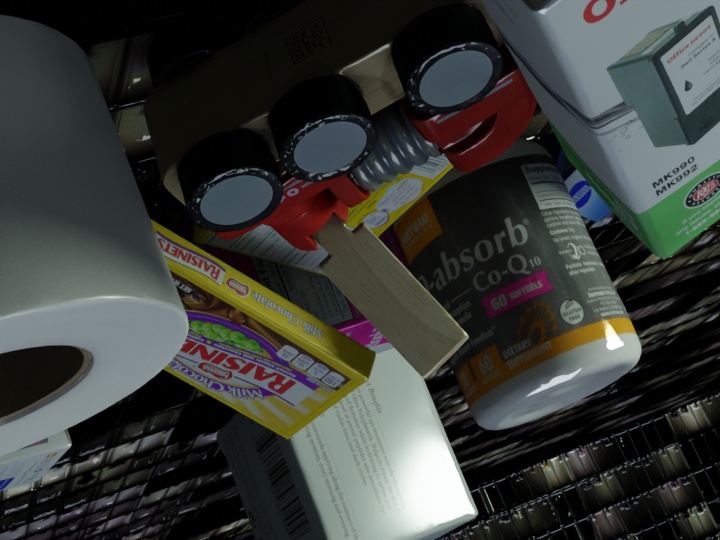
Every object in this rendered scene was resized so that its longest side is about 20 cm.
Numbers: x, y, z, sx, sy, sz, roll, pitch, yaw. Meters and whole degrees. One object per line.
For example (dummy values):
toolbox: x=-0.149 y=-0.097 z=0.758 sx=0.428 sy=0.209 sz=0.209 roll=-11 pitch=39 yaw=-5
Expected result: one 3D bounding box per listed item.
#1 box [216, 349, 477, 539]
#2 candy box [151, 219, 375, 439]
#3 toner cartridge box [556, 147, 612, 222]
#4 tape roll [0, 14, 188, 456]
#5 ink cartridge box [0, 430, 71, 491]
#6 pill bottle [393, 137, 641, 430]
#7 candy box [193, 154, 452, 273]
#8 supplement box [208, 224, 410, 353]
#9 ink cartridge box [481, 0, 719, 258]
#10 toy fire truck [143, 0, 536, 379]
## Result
box: x=-0.020 y=0.206 z=1.435 sx=0.170 sy=0.201 sz=0.200 roll=-16 pitch=164 yaw=-26
candy box: x=-0.098 y=0.033 z=0.864 sx=0.199 sy=0.027 sz=0.102 roll=31 pitch=140 yaw=-18
toner cartridge box: x=0.174 y=-0.106 z=0.860 sx=0.043 sy=0.096 sz=0.200 roll=22 pitch=162 yaw=-4
tape roll: x=-0.193 y=-0.002 z=0.629 sx=0.201 sy=0.140 sz=0.203 roll=-22 pitch=165 yaw=-6
ink cartridge box: x=-0.346 y=0.171 z=1.158 sx=0.199 sy=0.037 sz=0.095 roll=-15 pitch=163 yaw=-38
pill bottle: x=0.088 y=-0.011 z=0.888 sx=0.115 sy=0.202 sz=0.117 roll=-22 pitch=164 yaw=-7
candy box: x=-0.011 y=-0.061 z=0.820 sx=0.101 sy=0.027 sz=0.200 roll=17 pitch=144 yaw=-26
supplement box: x=0.000 y=0.000 z=0.983 sx=0.198 sy=0.104 sz=0.101 roll=-17 pitch=164 yaw=-18
ink cartridge box: x=0.135 y=-0.115 z=0.578 sx=0.145 sy=0.084 sz=0.200 roll=-37 pitch=144 yaw=5
toy fire truck: x=0.014 y=-0.051 z=0.698 sx=0.175 sy=0.130 sz=0.200 roll=-28 pitch=148 yaw=11
